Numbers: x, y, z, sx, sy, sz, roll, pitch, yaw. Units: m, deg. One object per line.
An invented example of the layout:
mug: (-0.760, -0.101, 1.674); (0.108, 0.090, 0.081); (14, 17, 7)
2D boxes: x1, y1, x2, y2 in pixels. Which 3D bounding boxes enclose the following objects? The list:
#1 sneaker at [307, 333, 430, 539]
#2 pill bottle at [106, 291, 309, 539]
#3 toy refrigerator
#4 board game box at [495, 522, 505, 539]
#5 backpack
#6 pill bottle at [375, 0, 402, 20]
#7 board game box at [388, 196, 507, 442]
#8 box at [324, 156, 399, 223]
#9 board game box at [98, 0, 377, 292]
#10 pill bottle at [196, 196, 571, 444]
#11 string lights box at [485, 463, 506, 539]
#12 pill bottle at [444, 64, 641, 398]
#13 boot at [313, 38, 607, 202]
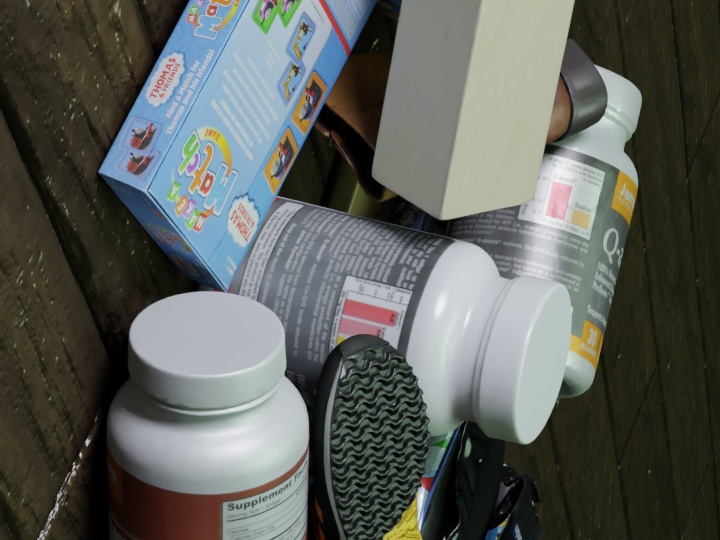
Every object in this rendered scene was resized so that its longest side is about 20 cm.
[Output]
sneaker: (-0.009, 0.128, 1.576); (0.070, 0.090, 0.201); (-21, 112, -33)
pill bottle: (-0.084, 0.118, 1.538); (0.112, 0.112, 0.201); (-50, 147, -52)
toy refrigerator: (0.066, -0.137, 1.552); (0.076, 0.070, 0.201); (-13, 123, -39)
board game box: (0.043, 0.249, 1.968); (0.105, 0.102, 0.201); (87, 20, -49)
backpack: (0.018, 0.149, 1.722); (0.200, 0.153, 0.191); (74, 26, -53)
pill bottle: (0.021, -0.227, 1.598); (0.200, 0.111, 0.113); (49, 57, -66)
board game box: (0.073, -0.004, 1.854); (0.135, 0.034, 0.201); (30, 71, -38)
box: (0.000, 0.000, 1.832); (0.164, 0.021, 0.201); (51, 54, -68)
board game box: (-0.061, -0.105, 1.526); (0.201, 0.036, 0.151); (-64, 159, -13)
pill bottle: (0.014, 0.031, 1.618); (0.116, 0.199, 0.117); (14, 90, -70)
string lights box: (0.029, 0.215, 1.888); (0.059, 0.102, 0.201); (91, 13, -49)
pill bottle: (0.114, -0.028, 1.790); (0.116, 0.116, 0.201); (48, 55, -67)
boot: (0.025, -0.129, 1.703); (0.199, 0.189, 0.069); (-19, 154, -37)
